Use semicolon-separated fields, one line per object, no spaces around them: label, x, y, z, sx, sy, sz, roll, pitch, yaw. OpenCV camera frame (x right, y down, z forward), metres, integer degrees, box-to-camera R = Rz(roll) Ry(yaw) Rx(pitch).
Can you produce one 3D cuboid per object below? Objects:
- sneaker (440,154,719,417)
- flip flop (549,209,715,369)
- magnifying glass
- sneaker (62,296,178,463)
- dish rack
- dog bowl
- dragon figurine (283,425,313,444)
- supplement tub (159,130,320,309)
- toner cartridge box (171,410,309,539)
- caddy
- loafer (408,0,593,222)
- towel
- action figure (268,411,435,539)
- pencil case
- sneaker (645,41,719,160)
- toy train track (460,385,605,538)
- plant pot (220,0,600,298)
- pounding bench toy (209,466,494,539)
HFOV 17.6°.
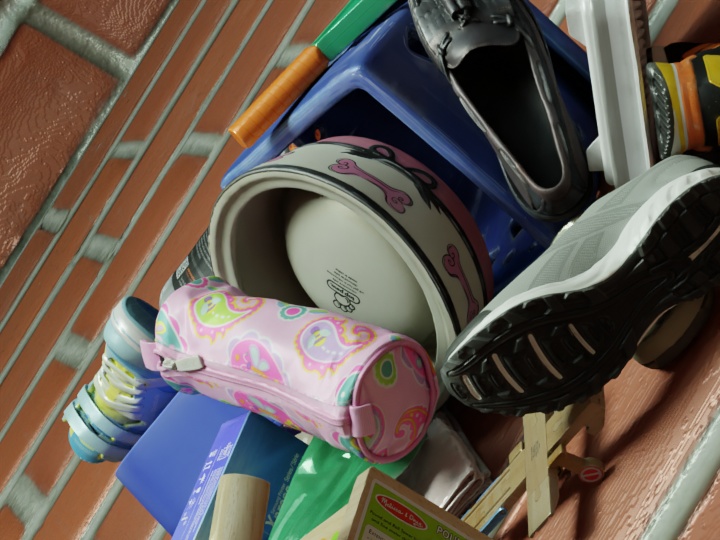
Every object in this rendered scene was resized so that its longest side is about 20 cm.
sneaker;0.130;0.008;1.295;0.200;0.074;0.079;-36;27;0
flip flop;0.150;0.001;1.378;0.081;0.058;0.200;-57;18;10
magnifying glass;-0.012;-0.158;1.538;0.200;0.022;0.080;-45;10;-6
sneaker;-0.183;0.094;1.798;0.131;0.080;0.200;-46;-14;-1
dish rack;0.160;-0.150;1.471;0.044;0.172;0.200;-6;33;11
dog bowl;0.000;0.000;1.515;0.074;0.200;0.200;-45;5;-38
dragon figurine;-0.031;0.143;1.639;0.200;0.099;0.059;-37;16;2
supplement tub;-0.067;-0.015;1.928;0.200;0.122;0.123;-52;17;19
toner cartridge box;-0.079;0.199;1.500;0.043;0.095;0.200;-30;33;55
caddy;-0.092;0.127;1.779;0.200;0.105;0.141;-50;-6;26
loafer;0.088;-0.126;1.460;0.072;0.200;0.063;-28;-10;5
towel;0.008;0.176;1.517;0.191;0.032;0.200;-54;17;7
action figure;-0.029;0.175;1.463;0.118;0.055;0.200;-6;48;56
pencil case;-0.046;0.061;1.470;0.200;0.087;0.087;16;71;40
sneaker;0.219;-0.104;1.385;0.200;0.090;0.070;-45;-54;-79
toy train track;0.093;0.136;1.355;0.200;0.033;0.115;-53;23;36
plant pot;0.053;-0.093;1.608;0.200;0.200;0.180;-35;21;51
pounding bench toy;-0.031;0.198;1.286;0.156;0.200;0.124;-39;24;45
